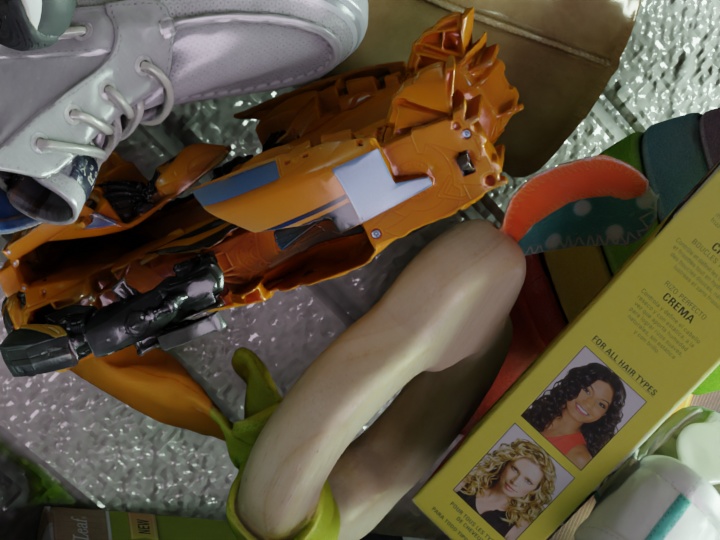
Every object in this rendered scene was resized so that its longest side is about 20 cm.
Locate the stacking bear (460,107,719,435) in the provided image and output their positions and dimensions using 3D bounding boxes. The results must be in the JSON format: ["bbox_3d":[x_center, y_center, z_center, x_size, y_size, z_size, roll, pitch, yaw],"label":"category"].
[{"bbox_3d":[0.105,0.001,1.109,0.199,0.114,0.121,-25,162,18],"label":"stacking bear"}]

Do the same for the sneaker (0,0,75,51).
[{"bbox_3d":[-0.102,-0.173,0.916,0.084,0.074,0.201,-9,97,-31],"label":"sneaker"}]

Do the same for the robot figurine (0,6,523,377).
[{"bbox_3d":[-0.042,-0.025,1.004,0.199,0.145,0.058,-21,105,13],"label":"robot figurine"}]

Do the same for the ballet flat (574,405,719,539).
[{"bbox_3d":[0.124,0.085,1.073,0.069,0.200,0.070,1,95,11],"label":"ballet flat"}]

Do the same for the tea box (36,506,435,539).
[{"bbox_3d":[-0.042,0.217,1.119,0.195,0.134,0.201,7,113,-13],"label":"tea box"}]

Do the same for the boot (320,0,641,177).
[{"bbox_3d":[0.026,-0.137,1.038,0.199,0.066,0.175,20,120,-33],"label":"boot"}]

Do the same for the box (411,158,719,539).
[{"bbox_3d":[0.104,0.023,1.019,0.050,0.075,0.200,42,121,3],"label":"box"}]

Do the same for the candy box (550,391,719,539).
[{"bbox_3d":[0.115,0.109,1.220,0.115,0.055,0.201,23,103,-34],"label":"candy box"}]

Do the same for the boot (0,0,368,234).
[{"bbox_3d":[-0.093,-0.055,0.965,0.199,0.096,0.074,-4,147,-4],"label":"boot"}]

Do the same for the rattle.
[{"bbox_3d":[0.000,0.000,1.046,0.130,0.143,0.201,7,123,-47],"label":"rattle"}]
